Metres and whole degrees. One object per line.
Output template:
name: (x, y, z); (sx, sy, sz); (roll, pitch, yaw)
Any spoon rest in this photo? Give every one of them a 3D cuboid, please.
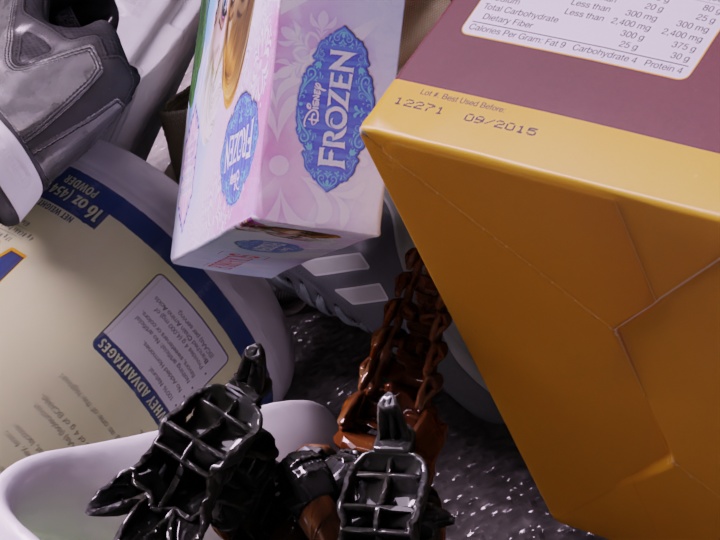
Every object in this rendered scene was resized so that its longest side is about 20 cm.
spoon rest: (-0.069, 0.086, 0.940); (0.061, 0.200, 0.099); (40, 108, 22)

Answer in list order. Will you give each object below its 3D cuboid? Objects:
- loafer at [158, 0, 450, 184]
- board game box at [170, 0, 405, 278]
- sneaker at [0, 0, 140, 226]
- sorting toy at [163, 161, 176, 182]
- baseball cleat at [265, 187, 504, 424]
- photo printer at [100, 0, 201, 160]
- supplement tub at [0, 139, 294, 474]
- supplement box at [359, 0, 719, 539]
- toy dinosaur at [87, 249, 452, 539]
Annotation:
loafer: (-0.011, -0.099, 1.177); (0.076, 0.068, 0.200); (3, 47, 49)
board game box: (-0.020, -0.103, 0.918); (0.200, 0.041, 0.200); (158, 119, -78)
sneaker: (-0.134, -0.079, 1.051); (0.090, 0.067, 0.200); (-37, 28, -9)
sorting toy: (-0.007, -0.057, 1.213); (0.200, 0.036, 0.185); (-9, 37, 35)
baseball cleat: (0.000, 0.000, 1.071); (0.106, 0.070, 0.200); (-53, 53, 30)
photo printer: (-0.128, -0.058, 1.209); (0.200, 0.069, 0.166); (-62, 2, 37)
supplement tub: (-0.136, 0.062, 1.051); (0.145, 0.145, 0.200); (9, 49, 50)
supplement box: (0.134, -0.037, 0.847); (0.133, 0.197, 0.200); (17, 60, 35)
toy dinosaur: (-0.015, 0.084, 0.880); (0.102, 0.136, 0.200); (-4, 73, 13)
